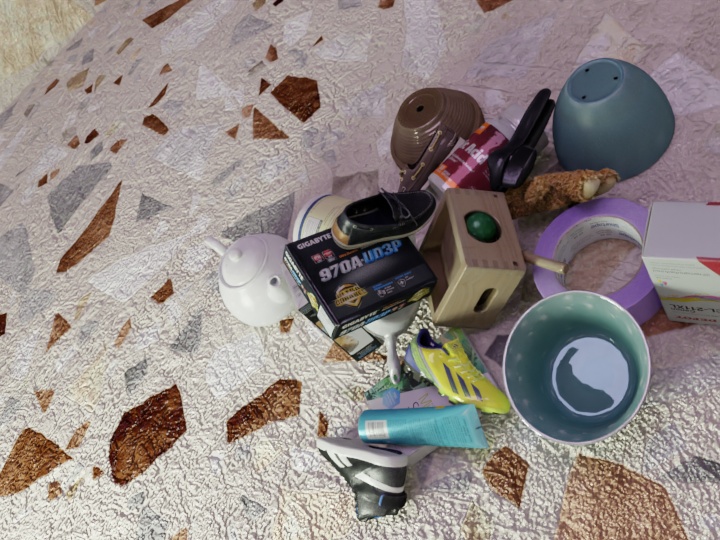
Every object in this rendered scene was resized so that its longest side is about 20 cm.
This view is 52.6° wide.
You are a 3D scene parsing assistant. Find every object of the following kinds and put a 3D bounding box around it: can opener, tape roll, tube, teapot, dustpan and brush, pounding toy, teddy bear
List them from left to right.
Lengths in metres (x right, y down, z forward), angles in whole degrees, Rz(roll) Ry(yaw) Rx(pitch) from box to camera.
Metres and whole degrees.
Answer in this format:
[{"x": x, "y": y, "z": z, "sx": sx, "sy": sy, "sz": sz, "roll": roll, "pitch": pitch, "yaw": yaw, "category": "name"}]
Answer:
[{"x": -0.210, "y": 0.000, "z": 1.426, "sx": 0.197, "sy": 0.146, "sz": 0.200, "roll": -21, "pitch": 51, "yaw": 22, "category": "teapot"}, {"x": 0.046, "y": 0.081, "z": 1.190, "sx": 0.137, "sy": 0.057, "sz": 0.204, "roll": -4, "pitch": 67, "yaw": -13, "category": "dustpan and brush"}, {"x": 0.090, "y": 0.232, "z": 1.083, "sx": 0.197, "sy": 0.078, "sz": 0.051, "roll": -7, "pitch": 31, "yaw": 33, "category": "tube"}, {"x": 0.197, "y": -0.018, "z": 1.135, "sx": 0.139, "sy": 0.201, "sz": 0.187, "roll": 3, "pitch": 52, "yaw": -15, "category": "pounding toy"}, {"x": 0.267, "y": -0.208, "z": 1.186, "sx": 0.078, "sy": 0.064, "sz": 0.202, "roll": 19, "pitch": 66, "yaw": 29, "category": "can opener"}, {"x": 0.312, "y": -0.133, "z": 1.163, "sx": 0.143, "sy": 0.068, "sz": 0.199, "roll": -18, "pitch": 5, "yaw": -25, "category": "teddy bear"}, {"x": 0.364, "y": -0.007, "z": 1.098, "sx": 0.197, "sy": 0.066, "sz": 0.203, "roll": -17, "pitch": 54, "yaw": 24, "category": "tape roll"}]

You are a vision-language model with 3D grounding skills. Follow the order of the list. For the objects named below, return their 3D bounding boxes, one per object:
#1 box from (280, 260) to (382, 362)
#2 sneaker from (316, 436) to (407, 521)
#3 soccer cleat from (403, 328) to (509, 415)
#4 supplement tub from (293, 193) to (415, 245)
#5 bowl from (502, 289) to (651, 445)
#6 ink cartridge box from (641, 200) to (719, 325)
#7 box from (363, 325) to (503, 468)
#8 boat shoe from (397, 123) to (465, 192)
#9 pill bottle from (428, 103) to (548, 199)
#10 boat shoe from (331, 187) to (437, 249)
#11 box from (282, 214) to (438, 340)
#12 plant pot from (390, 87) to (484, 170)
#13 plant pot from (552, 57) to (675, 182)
[{"x": -0.047, "y": 0.058, "z": 1.241, "sx": 0.060, "sy": 0.200, "sz": 0.118, "roll": -33, "pitch": 46, "yaw": 8, "category": "box"}, {"x": -0.008, "y": 0.326, "z": 1.129, "sx": 0.198, "sy": 0.072, "sz": 0.114, "roll": -2, "pitch": 83, "yaw": 53, "category": "sneaker"}, {"x": 0.144, "y": 0.149, "z": 1.091, "sx": 0.199, "sy": 0.064, "sz": 0.085, "roll": 27, "pitch": 97, "yaw": 43, "category": "soccer cleat"}, {"x": -0.012, "y": -0.052, "z": 1.326, "sx": 0.198, "sy": 0.145, "sz": 0.147, "roll": 19, "pitch": 73, "yaw": 40, "category": "supplement tub"}, {"x": 0.306, "y": 0.138, "z": 0.999, "sx": 0.198, "sy": 0.104, "sz": 0.205, "roll": -10, "pitch": 71, "yaw": 31, "category": "bowl"}, {"x": 0.460, "y": -0.003, "z": 0.938, "sx": 0.144, "sy": 0.200, "sz": 0.084, "roll": 4, "pitch": 66, "yaw": 36, "category": "ink cartridge box"}, {"x": 0.113, "y": 0.198, "z": 1.153, "sx": 0.199, "sy": 0.036, "sz": 0.145, "roll": -37, "pitch": 48, "yaw": 7, "category": "box"}, {"x": 0.108, "y": -0.181, "z": 1.350, "sx": 0.200, "sy": 0.059, "sz": 0.072, "roll": -49, "pitch": 8, "yaw": 21, "category": "boat shoe"}, {"x": 0.225, "y": -0.188, "z": 1.275, "sx": 0.200, "sy": 0.114, "sz": 0.114, "roll": -43, "pitch": 47, "yaw": 2, "category": "pill bottle"}, {"x": 0.045, "y": -0.091, "z": 1.145, "sx": 0.197, "sy": 0.063, "sz": 0.075, "roll": -19, "pitch": 60, "yaw": -29, "category": "boat shoe"}, {"x": 0.000, "y": 0.000, "z": 1.135, "sx": 0.197, "sy": 0.046, "sz": 0.160, "roll": -21, "pitch": 64, "yaw": -28, "category": "box"}, {"x": 0.135, "y": -0.286, "z": 1.416, "sx": 0.198, "sy": 0.093, "sz": 0.204, "roll": -16, "pitch": 54, "yaw": 23, "category": "plant pot"}, {"x": 0.400, "y": -0.265, "z": 1.193, "sx": 0.197, "sy": 0.135, "sz": 0.203, "roll": -17, "pitch": 54, "yaw": 24, "category": "plant pot"}]
